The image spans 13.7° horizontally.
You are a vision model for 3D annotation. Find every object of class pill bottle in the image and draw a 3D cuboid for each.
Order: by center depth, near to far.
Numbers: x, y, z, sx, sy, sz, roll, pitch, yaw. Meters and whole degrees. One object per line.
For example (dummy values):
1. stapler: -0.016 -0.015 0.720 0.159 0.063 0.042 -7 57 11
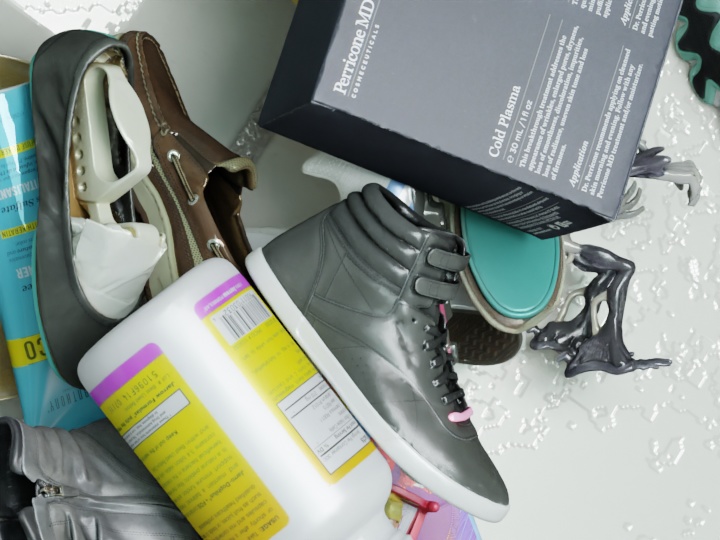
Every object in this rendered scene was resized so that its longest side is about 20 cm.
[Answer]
1. pill bottle: -0.054 0.099 1.596 0.104 0.104 0.200 -37 89 -17

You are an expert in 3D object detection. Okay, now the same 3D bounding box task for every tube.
1. tube: -0.181 -0.004 1.684 0.077 0.050 0.200 -19 96 -12

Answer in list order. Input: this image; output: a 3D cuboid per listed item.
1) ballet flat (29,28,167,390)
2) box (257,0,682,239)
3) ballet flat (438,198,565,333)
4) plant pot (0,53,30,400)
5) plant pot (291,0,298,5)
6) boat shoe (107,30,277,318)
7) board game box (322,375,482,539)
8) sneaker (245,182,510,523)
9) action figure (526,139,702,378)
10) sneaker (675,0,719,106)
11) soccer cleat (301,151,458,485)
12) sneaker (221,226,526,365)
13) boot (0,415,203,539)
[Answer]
1. ballet flat: -0.145 -0.036 1.640 0.068 0.068 0.200 -2 85 -51
2. box: 0.068 -0.144 1.620 0.182 0.104 0.200 22 79 -16
3. ballet flat: 0.075 -0.042 1.739 0.067 0.062 0.200 -4 61 -11
4. plant pot: -0.221 -0.024 1.706 0.200 0.027 0.200 2 84 -19
5. plant pot: 0.005 -0.224 1.736 0.200 0.142 0.200 2 84 -17
6. boat shoe: -0.092 -0.049 1.697 0.075 0.075 0.203 -21 75 17
7. board game box: -0.001 0.161 1.754 0.158 0.039 0.200 -21 92 -19
8. sneaker: 0.035 0.038 1.615 0.099 0.071 0.200 -42 82 12
9. action figure: 0.141 -0.041 1.781 0.102 0.119 0.200 -7 93 -15
10. sneaker: 0.285 -0.127 1.860 0.140 0.078 0.200 -30 104 -20
11. soccer cleat: 0.009 0.023 1.691 0.086 0.070 0.200 -4 91 7
12. sneaker: 0.000 0.000 1.767 0.200 0.073 0.085 13 46 -8
13. boot: -0.129 0.170 1.603 0.132 0.070 0.200 -5 62 -47
